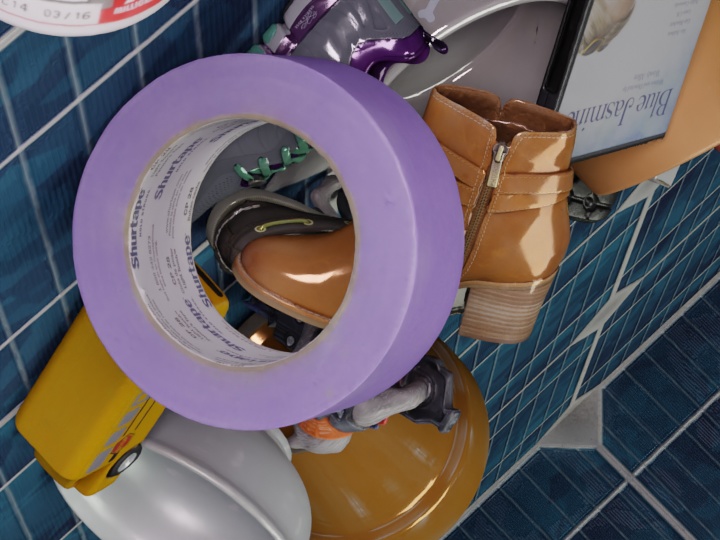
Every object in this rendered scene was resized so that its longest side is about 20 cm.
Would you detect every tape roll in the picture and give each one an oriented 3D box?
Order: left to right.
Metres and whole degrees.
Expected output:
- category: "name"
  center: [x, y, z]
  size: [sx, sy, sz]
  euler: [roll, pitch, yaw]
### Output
- category: "tape roll"
  center: [-0.049, -0.017, 1.404]
  size: [0.200, 0.200, 0.085]
  euler: [-48, 168, 17]

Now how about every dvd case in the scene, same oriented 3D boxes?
- category: "dvd case"
  center: [0.170, -0.160, 1.582]
  size: [0.142, 0.018, 0.200]
  euler: [-17, 132, -47]

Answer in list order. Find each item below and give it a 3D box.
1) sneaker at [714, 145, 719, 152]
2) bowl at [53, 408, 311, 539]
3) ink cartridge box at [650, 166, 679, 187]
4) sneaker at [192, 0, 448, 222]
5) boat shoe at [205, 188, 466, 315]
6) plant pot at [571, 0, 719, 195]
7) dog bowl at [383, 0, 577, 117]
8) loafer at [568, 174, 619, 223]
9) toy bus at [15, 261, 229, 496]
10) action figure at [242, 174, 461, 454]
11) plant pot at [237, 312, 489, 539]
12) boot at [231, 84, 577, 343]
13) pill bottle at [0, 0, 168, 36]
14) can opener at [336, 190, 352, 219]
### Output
- category: "sneaker"
  center: [0.222, -0.150, 1.920]
  size: [0.098, 0.201, 0.071]
  euler: [-31, 143, 5]
- category: "bowl"
  center: [-0.110, 0.144, 1.804]
  size: [0.090, 0.201, 0.201]
  euler: [-58, 175, -29]
- category: "ink cartridge box"
  center: [0.216, -0.168, 1.862]
  size: [0.037, 0.095, 0.201]
  euler: [17, 96, -59]
- category: "sneaker"
  center: [-0.040, -0.083, 1.481]
  size: [0.200, 0.088, 0.074]
  euler: [-49, 167, 19]
- category: "boat shoe"
  center: [0.000, 0.000, 1.670]
  size: [0.201, 0.061, 0.072]
  euler: [11, 112, -23]
- category: "plant pot"
  center: [0.188, -0.142, 1.751]
  size: [0.200, 0.140, 0.200]
  euler: [-27, -175, 2]
- category: "dog bowl"
  center: [0.054, -0.131, 1.580]
  size: [0.200, 0.059, 0.200]
  euler: [-26, 156, -13]
- category: "loafer"
  center: [0.091, -0.080, 1.811]
  size: [0.200, 0.070, 0.068]
  euler: [18, 93, -32]
- category: "toy bus"
  center: [-0.157, 0.067, 1.644]
  size: [0.078, 0.065, 0.200]
  euler: [-29, 160, -50]
- category: "action figure"
  center: [-0.025, 0.036, 1.795]
  size: [0.104, 0.200, 0.194]
  euler: [-14, 118, -49]
- category: "plant pot"
  center: [-0.021, 0.108, 1.980]
  size: [0.200, 0.200, 0.183]
  euler: [-44, 152, -1]
- category: "boot"
  center: [0.029, -0.041, 1.561]
  size: [0.074, 0.199, 0.155]
  euler: [-97, -165, -56]
- category: "pill bottle"
  center: [-0.096, -0.182, 0.915]
  size: [0.114, 0.114, 0.200]
  euler: [-38, 166, -28]
- category: "can opener"
  center: [0.064, -0.101, 1.875]
  size: [0.200, 0.067, 0.053]
  euler: [-26, 164, -19]
